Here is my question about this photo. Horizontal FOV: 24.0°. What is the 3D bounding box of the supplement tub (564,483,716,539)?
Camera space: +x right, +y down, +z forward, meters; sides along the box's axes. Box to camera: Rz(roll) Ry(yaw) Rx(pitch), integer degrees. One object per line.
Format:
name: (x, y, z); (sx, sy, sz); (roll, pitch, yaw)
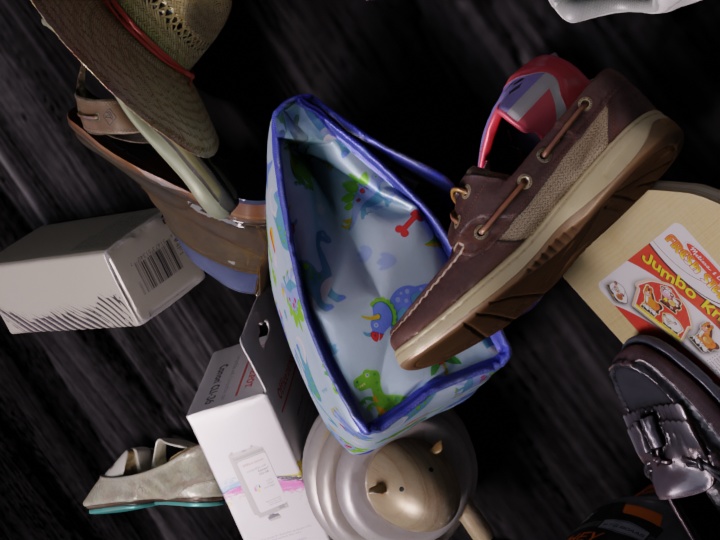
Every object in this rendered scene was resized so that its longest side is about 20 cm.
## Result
supplement tub: (0.158, 0.224, 1.056); (0.122, 0.200, 0.123); (26, 134, 31)

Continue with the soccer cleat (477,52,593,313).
soccer cleat: (0.090, -0.041, 1.022); (0.067, 0.076, 0.201); (35, 139, 22)

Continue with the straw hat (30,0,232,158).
straw hat: (-0.133, -0.174, 1.136); (0.085, 0.201, 0.201); (-42, 84, 11)

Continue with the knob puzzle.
knob puzzle: (0.216, 0.020, 0.961); (0.219, 0.030, 0.220); (37, 151, 25)

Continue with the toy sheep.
toy sheep: (0.021, 0.143, 1.201); (0.138, 0.137, 0.200); (63, 165, -12)

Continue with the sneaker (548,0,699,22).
sneaker: (0.176, -0.163, 0.836); (0.199, 0.081, 0.075); (-12, 108, 48)

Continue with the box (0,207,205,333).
box: (-0.222, 0.002, 1.383); (0.199, 0.082, 0.069); (-5, 116, 50)

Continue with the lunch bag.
lunch bag: (0.000, 0.000, 1.062); (0.201, 0.127, 0.170); (60, 171, 9)

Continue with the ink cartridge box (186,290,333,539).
ink cartridge box: (-0.070, 0.126, 1.278); (0.067, 0.117, 0.201); (-18, 108, 12)

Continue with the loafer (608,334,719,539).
loafer: (0.209, 0.131, 1.011); (0.200, 0.063, 0.072); (53, 155, -7)

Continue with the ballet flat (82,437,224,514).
ballet flat: (-0.180, 0.181, 1.508); (0.199, 0.067, 0.063); (-12, 81, 46)

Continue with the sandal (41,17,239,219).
sandal: (-0.162, -0.106, 1.171); (0.057, 0.080, 0.201); (-42, 74, 11)

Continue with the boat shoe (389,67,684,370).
boat shoe: (0.083, -0.029, 0.932); (0.200, 0.072, 0.072); (-45, 71, 15)

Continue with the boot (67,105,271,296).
boot: (-0.140, -0.054, 1.258); (0.199, 0.075, 0.097); (27, 133, 28)
